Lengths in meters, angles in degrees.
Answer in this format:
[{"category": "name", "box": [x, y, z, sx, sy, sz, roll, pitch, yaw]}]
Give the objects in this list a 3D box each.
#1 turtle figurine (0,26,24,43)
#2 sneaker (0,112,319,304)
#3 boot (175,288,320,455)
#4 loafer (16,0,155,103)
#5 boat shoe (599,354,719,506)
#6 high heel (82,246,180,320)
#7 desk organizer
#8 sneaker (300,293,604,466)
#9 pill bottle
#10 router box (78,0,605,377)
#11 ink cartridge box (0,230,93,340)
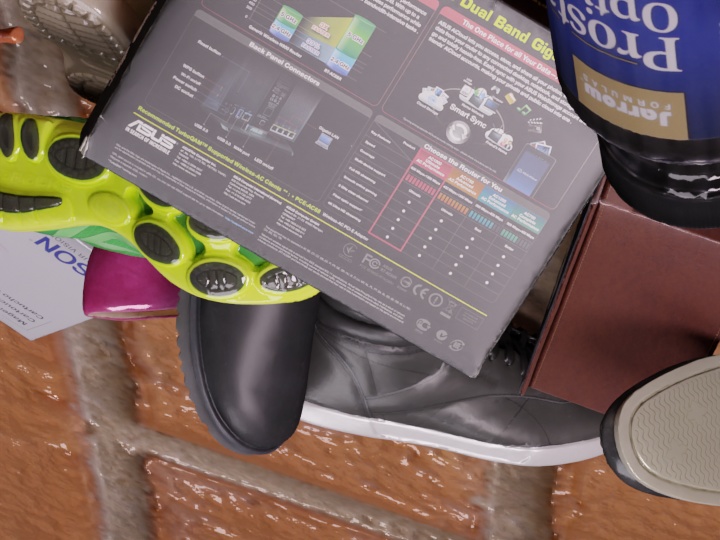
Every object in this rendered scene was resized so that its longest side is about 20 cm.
[{"category": "turtle figurine", "box": [-0.204, -0.176, 1.312, 0.161, 0.065, 0.200, 17, 153, -16]}, {"category": "sneaker", "box": [-0.089, -0.036, 1.361, 0.200, 0.074, 0.084, 17, -168, 31]}, {"category": "boot", "box": [0.000, -0.001, 1.382, 0.066, 0.165, 0.200, -6, 179, -45]}, {"category": "loafer", "box": [-0.097, -0.112, 1.347, 0.076, 0.068, 0.200, 25, 170, 12]}, {"category": "boat shoe", "box": [0.178, 0.072, 1.352, 0.200, 0.072, 0.068, -8, 174, -41]}, {"category": "high heel", "box": [-0.044, 0.026, 1.516, 0.200, 0.096, 0.067, 32, 152, -16]}, {"category": "desk organizer", "box": [0.133, -0.002, 1.355, 0.077, 0.072, 0.200, 19, 153, 3]}, {"category": "sneaker", "box": [0.060, 0.035, 1.479, 0.200, 0.071, 0.099, 7, 125, -10]}, {"category": "pill bottle", "box": [0.122, -0.111, 1.096, 0.112, 0.112, 0.200, 13, 144, 21]}, {"category": "router box", "box": [0.004, -0.071, 1.243, 0.200, 0.062, 0.150, 30, 110, -7]}, {"category": "ink cartridge box", "box": [-0.228, -0.033, 1.619, 0.196, 0.043, 0.200, 36, 150, -23]}]
